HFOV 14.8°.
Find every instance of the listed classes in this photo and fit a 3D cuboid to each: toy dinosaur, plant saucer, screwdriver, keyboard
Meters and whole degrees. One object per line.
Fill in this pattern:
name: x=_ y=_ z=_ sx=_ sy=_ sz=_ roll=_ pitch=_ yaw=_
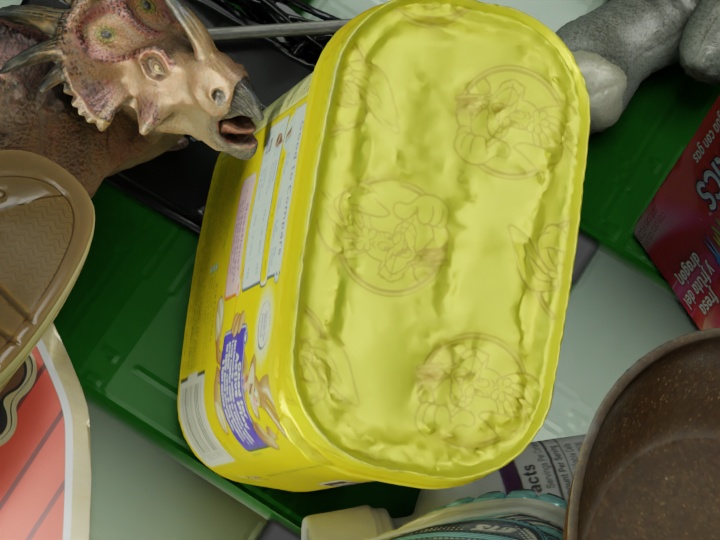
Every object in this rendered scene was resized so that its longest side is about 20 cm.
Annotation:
toy dinosaur: x=-0.128 y=-0.065 z=0.958 sx=0.199 sy=0.136 sz=0.086 roll=3 pitch=54 yaw=2
plant saucer: x=0.130 y=0.116 z=0.842 sx=0.200 sy=0.037 sz=0.201 roll=20 pitch=55 yaw=-31
screwdriver: x=-0.053 y=-0.087 z=1.026 sx=0.199 sy=0.029 sz=0.028 roll=-4 pitch=87 yaw=-3
keyboard: x=-0.038 y=-0.059 z=1.054 sx=0.200 sy=0.040 sz=0.104 roll=31 pitch=88 yaw=1

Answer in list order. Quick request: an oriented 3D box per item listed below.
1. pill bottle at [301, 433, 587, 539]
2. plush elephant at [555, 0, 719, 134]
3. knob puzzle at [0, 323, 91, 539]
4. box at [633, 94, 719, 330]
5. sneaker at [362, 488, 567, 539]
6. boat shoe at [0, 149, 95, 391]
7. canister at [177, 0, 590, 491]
pill bottle: x=0.083 y=0.112 z=0.952 sx=0.199 sy=0.112 sz=0.113 roll=-8 pitch=69 yaw=-5
plush elephant: x=0.142 y=-0.167 z=1.060 sx=0.199 sy=0.155 sz=0.165 roll=-14 pitch=71 yaw=-16
knob puzzle: x=-0.181 y=0.059 z=0.969 sx=0.219 sy=0.030 sz=0.220 roll=4 pitch=67 yaw=-10
box: x=0.185 y=-0.037 z=0.992 sx=0.100 sy=0.200 sz=0.096 roll=-28 pitch=74 yaw=-21
sneaker: x=-0.020 y=0.121 z=0.860 sx=0.200 sy=0.086 sz=0.078 roll=-24 pitch=90 yaw=9
boat shoe: x=-0.162 y=0.045 z=0.917 sx=0.071 sy=0.065 sz=0.200 roll=39 pitch=79 yaw=12
canister: x=0.000 y=0.000 z=0.923 sx=0.086 sy=0.200 sz=0.149 roll=11 pitch=81 yaw=-14
